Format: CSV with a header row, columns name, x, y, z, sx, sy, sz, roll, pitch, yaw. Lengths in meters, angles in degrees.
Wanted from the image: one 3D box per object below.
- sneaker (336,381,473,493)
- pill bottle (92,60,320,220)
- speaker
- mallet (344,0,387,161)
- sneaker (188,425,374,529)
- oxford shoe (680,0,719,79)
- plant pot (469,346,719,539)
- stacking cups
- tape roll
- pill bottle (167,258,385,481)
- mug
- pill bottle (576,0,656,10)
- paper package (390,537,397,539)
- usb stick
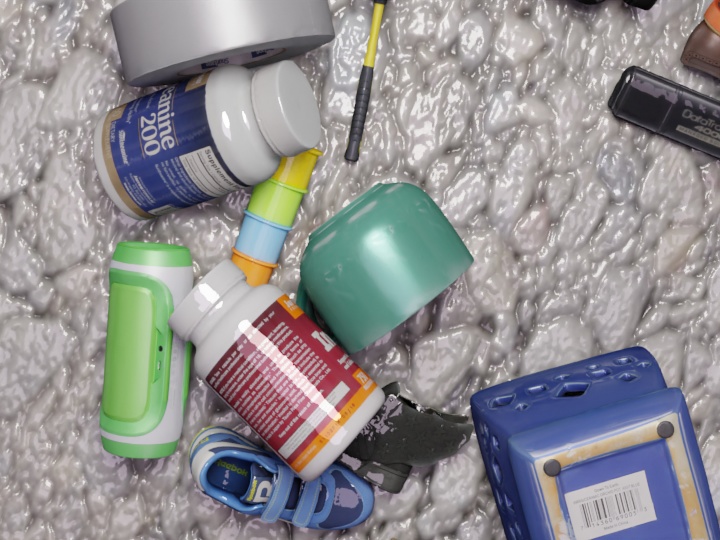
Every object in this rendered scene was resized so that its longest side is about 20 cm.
name,x,y,z,sx,sy,sz,roll,pitch,yaw
sneaker,0.008,0.150,1.148,0.198,0.060,0.105,30,94,-9
pill bottle,-0.141,-0.125,1.060,0.197,0.111,0.113,-16,96,23
speaker,-0.211,0.077,1.121,0.087,0.088,0.204,5,95,-2
mallet,0.009,-0.208,1.110,0.040,0.066,0.204,10,95,-1
sneaker,-0.081,0.219,1.139,0.196,0.082,0.075,16,93,-5
oxford shoe,0.410,-0.191,1.133,0.198,0.072,0.073,29,125,-9
plant pot,0.230,0.204,1.096,0.196,0.180,0.204,-16,96,0
stacking cups,-0.094,-0.031,1.129,0.059,0.061,0.204,17,97,-3
tape roll,-0.125,-0.222,1.039,0.196,0.200,0.067,-13,96,0
pill bottle,-0.081,0.089,1.061,0.200,0.113,0.113,44,93,2
mug,0.004,-0.002,1.086,0.184,0.152,0.115,-36,92,2
pill bottle,0.197,-0.321,1.082,0.197,0.112,0.114,18,95,-3
paper package,0.041,0.388,1.097,0.102,0.200,0.193,25,95,-3
usb stick,0.345,-0.146,1.137,0.197,0.033,0.056,22,117,-3
